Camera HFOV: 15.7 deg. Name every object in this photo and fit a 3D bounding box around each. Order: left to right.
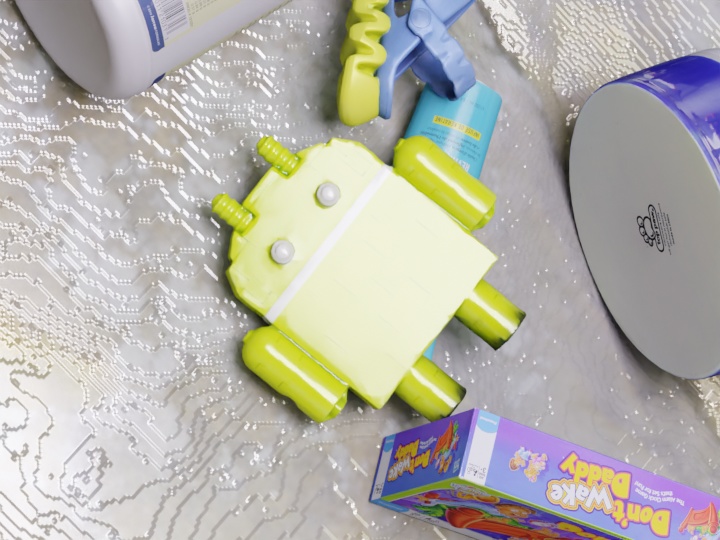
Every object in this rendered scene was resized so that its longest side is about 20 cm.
[{"bbox_3d":[-0.104,-0.209,1.580,0.200,0.145,0.145,-33,94,-23],"label":"supplement tub"},{"bbox_3d":[0.000,0.000,1.623,0.200,0.041,0.182,41,84,-5],"label":"android figurine"},{"bbox_3d":[0.036,-0.027,1.669,0.077,0.050,0.201,20,77,-3],"label":"tube"},{"bbox_3d":[0.038,-0.184,1.653,0.087,0.079,0.201,8,84,-3],"label":"sandal"},{"bbox_3d":[0.124,0.146,1.621,0.199,0.134,0.045,21,72,-18],"label":"board game box"},{"bbox_3d":[0.217,-0.035,1.661,0.078,0.200,0.201,-17,87,-23],"label":"dog bowl"}]
